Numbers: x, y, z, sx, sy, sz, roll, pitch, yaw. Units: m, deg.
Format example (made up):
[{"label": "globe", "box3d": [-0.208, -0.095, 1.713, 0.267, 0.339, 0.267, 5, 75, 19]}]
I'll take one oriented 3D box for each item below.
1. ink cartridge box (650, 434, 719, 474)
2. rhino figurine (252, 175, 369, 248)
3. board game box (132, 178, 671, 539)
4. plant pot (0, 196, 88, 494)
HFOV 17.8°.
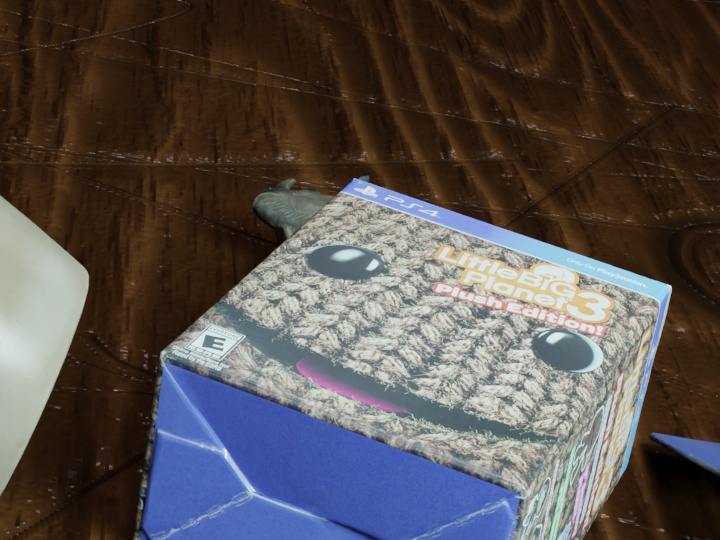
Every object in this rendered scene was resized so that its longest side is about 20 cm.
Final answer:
[{"label": "ink cartridge box", "box3d": [0.249, 0.083, 1.036, 0.199, 0.047, 0.198, 12, 0, -5]}, {"label": "rhino figurine", "box3d": [0.000, 0.000, 1.181, 0.087, 0.060, 0.200, -5, 29, -24]}, {"label": "board game box", "box3d": [0.022, 0.061, 0.969, 0.159, 0.097, 0.200, 19, 29, 15]}, {"label": "plant pot", "box3d": [-0.207, 0.017, 0.892, 0.173, 0.201, 0.200, 25, 19, -13]}]
